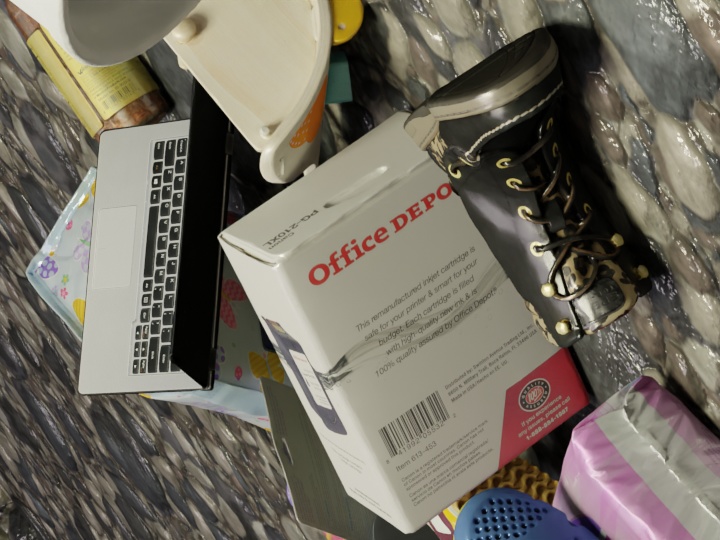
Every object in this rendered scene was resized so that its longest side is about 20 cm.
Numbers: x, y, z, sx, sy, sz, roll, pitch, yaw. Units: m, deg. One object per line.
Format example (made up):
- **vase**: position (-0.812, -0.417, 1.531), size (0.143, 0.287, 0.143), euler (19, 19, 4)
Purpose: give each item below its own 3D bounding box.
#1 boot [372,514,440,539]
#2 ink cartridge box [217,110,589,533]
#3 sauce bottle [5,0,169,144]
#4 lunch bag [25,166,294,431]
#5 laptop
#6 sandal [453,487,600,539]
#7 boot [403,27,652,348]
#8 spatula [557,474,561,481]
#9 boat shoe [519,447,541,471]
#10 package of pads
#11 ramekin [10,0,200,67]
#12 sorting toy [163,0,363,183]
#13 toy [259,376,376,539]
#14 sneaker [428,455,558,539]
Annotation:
- **boot**: position (0.072, 0.234, 1.809), size (0.201, 0.074, 0.097), euler (64, -178, -1)
- **ink cartridge box**: position (0.027, 0.028, 1.590), size (0.084, 0.145, 0.201), euler (27, 147, 58)
- **sauce bottle**: position (-0.221, -0.185, 2.020), size (0.200, 0.066, 0.066), euler (57, 163, 1)
- **lunch bag**: position (-0.110, 0.031, 1.923), size (0.169, 0.127, 0.200), euler (19, -157, -47)
- **laptop**: position (-0.147, -0.021, 1.774), size (0.199, 0.188, 0.116), euler (-4, 167, 41)
- **sandal**: position (0.134, 0.188, 1.477), size (0.200, 0.079, 0.087), euler (40, 156, 15)
- **boot**: position (0.095, -0.039, 1.402), size (0.151, 0.073, 0.200), euler (57, 167, -2)
- **spatula**: position (0.126, 0.165, 1.769), size (0.200, 0.056, 0.021), euler (104, 167, -60)
- **boat shoe**: position (0.071, 0.131, 1.826), size (0.071, 0.070, 0.201), euler (40, 170, -32)
- **package of pads**: position (0.171, 0.153, 1.552), size (0.121, 0.076, 0.200), euler (51, 163, 19)
- **ramekin**: position (-0.132, -0.219, 1.438), size (0.098, 0.201, 0.201), euler (33, 157, 17)
- **sorting toy**: position (-0.069, -0.135, 1.650), size (0.200, 0.107, 0.180), euler (50, 170, 18)
- **toy**: position (-0.008, 0.157, 1.888), size (0.200, 0.047, 0.116), euler (24, -140, -47)
- **sneaker**: position (0.129, 0.189, 1.695), size (0.200, 0.075, 0.090), euler (40, 155, 7)
